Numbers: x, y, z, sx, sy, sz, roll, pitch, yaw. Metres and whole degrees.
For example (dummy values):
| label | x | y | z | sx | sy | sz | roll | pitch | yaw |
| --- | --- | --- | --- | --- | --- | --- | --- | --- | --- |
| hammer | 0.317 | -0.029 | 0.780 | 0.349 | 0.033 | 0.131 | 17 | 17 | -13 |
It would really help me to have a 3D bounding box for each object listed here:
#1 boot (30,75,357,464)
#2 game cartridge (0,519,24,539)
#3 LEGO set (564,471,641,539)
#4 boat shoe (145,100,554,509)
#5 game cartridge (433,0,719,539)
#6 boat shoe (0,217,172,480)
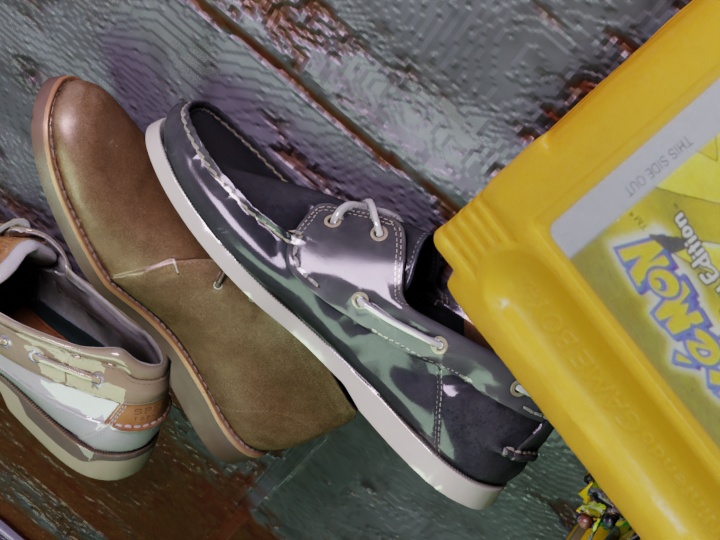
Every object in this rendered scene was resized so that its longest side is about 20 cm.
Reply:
| label | x | y | z | sx | sy | sz | roll | pitch | yaw |
| --- | --- | --- | --- | --- | --- | --- | --- | --- | --- |
| boot | -0.063 | -0.006 | 0.939 | 0.075 | 0.074 | 0.200 | -13 | 126 | 30 |
| game cartridge | -0.265 | 0.159 | 1.356 | 0.200 | 0.042 | 0.133 | 39 | 143 | 2 |
| LEGO set | 0.138 | 0.178 | 0.887 | 0.200 | 0.116 | 0.154 | 44 | 147 | -6 |
| boat shoe | 0.000 | 0.000 | 0.885 | 0.200 | 0.072 | 0.068 | 44 | 112 | 6 |
| game cartridge | 0.127 | 0.013 | 0.727 | 0.177 | 0.032 | 0.200 | 52 | 137 | 4 |
| boat shoe | -0.166 | 0.010 | 1.053 | 0.199 | 0.075 | 0.069 | 35 | 128 | 12 |
